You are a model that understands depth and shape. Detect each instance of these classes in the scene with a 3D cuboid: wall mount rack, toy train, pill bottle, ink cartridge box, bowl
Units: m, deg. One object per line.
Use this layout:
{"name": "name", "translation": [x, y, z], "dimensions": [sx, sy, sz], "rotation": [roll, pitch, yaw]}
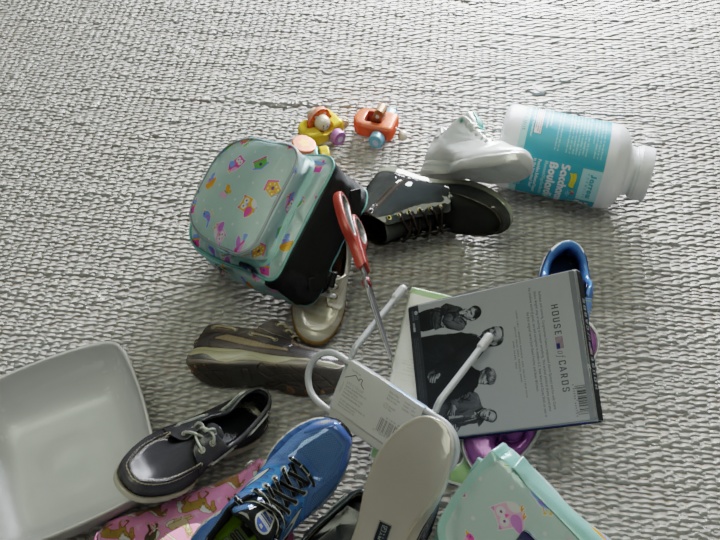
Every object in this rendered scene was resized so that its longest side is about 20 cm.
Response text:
{"name": "wall mount rack", "translation": [0.043, 0.119, 0.838], "dimensions": [0.198, 0.074, 0.176], "rotation": [29, 102, 29]}
{"name": "toy train", "translation": [-0.027, -0.181, 1.106], "dimensions": [0.148, 0.056, 0.201], "rotation": [18, 52, 17]}
{"name": "pill bottle", "translation": [0.280, -0.147, 1.050], "dimensions": [0.197, 0.111, 0.112], "rotation": [13, 57, 11]}
{"name": "ink cartridge box", "translation": [0.103, 0.133, 0.909], "dimensions": [0.143, 0.048, 0.203], "rotation": [13, 81, 11]}
{"name": "bowl", "translation": [-0.320, 0.195, 0.861], "dimensions": [0.197, 0.075, 0.202], "rotation": [-20, 59, -12]}

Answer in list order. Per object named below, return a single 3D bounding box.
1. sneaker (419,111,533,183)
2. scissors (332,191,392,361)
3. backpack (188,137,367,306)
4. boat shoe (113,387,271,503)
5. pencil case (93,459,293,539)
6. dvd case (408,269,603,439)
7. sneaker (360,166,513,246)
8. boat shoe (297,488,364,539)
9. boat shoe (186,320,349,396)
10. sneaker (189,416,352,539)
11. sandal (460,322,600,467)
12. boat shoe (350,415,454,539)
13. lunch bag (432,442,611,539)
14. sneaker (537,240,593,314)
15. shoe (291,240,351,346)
{"name": "sneaker", "translation": [0.145, -0.160, 1.016], "dimensions": [0.074, 0.199, 0.090], "rotation": [15, 88, -31]}
{"name": "scissors", "translation": [0.000, 0.000, 0.855], "dimensions": [0.014, 0.073, 0.202], "rotation": [-21, 50, 12]}
{"name": "backpack", "translation": [-0.117, -0.067, 0.963], "dimensions": [0.198, 0.153, 0.178], "rotation": [14, 76, 46]}
{"name": "boat shoe", "translation": [-0.166, 0.170, 0.821], "dimensions": [0.073, 0.063, 0.199], "rotation": [43, 32, 20]}
{"name": "pencil case", "translation": [-0.166, 0.265, 0.805], "dimensions": [0.197, 0.084, 0.087], "rotation": [-20, 27, -11]}
{"name": "dvd case", "translation": [0.144, 0.093, 0.834], "dimensions": [0.198, 0.025, 0.153], "rotation": [-14, 72, 32]}
{"name": "sneaker", "translation": [0.088, -0.063, 1.014], "dimensions": [0.197, 0.076, 0.107], "rotation": [14, 45, 23]}
{"name": "boat shoe", "translation": [-0.048, 0.303, 0.787], "dimensions": [0.075, 0.062, 0.200], "rotation": [37, 65, 19]}
{"name": "boat shoe", "translation": [-0.101, 0.093, 0.923], "dimensions": [0.196, 0.075, 0.074], "rotation": [6, 55, 3]}
{"name": "sneaker", "translation": [-0.079, 0.221, 0.739], "dimensions": [0.079, 0.089, 0.200], "rotation": [44, 79, -3]}
{"name": "sandal", "translation": [0.177, 0.127, 0.851], "dimensions": [0.082, 0.050, 0.203], "rotation": [38, 85, 14]}
{"name": "boat shoe", "translation": [0.039, 0.236, 0.772], "dimensions": [0.074, 0.093, 0.202], "rotation": [25, 88, 21]}
{"name": "lunch bag", "translation": [0.154, 0.263, 0.720], "dimensions": [0.121, 0.201, 0.170], "rotation": [-32, 61, -28]}
{"name": "sneaker", "translation": [0.234, 0.055, 0.934], "dimensions": [0.073, 0.083, 0.203], "rotation": [5, 58, 4]}
{"name": "shoe", "translation": [-0.046, -0.002, 0.997], "dimensions": [0.069, 0.054, 0.202], "rotation": [6, 56, 6]}
